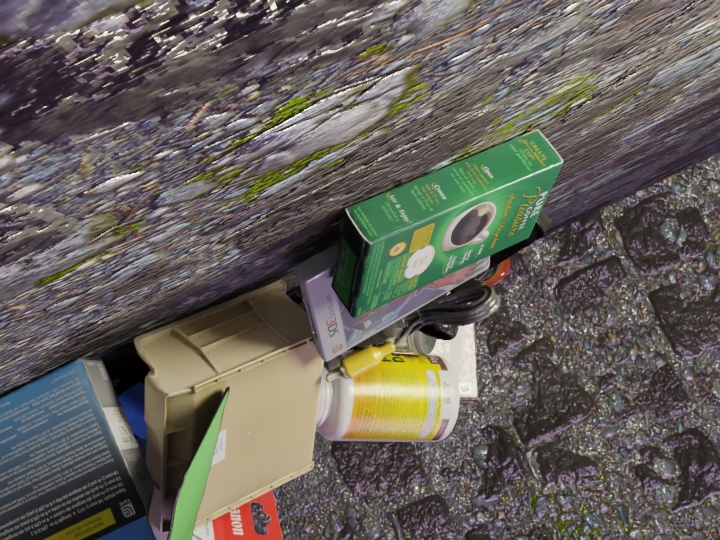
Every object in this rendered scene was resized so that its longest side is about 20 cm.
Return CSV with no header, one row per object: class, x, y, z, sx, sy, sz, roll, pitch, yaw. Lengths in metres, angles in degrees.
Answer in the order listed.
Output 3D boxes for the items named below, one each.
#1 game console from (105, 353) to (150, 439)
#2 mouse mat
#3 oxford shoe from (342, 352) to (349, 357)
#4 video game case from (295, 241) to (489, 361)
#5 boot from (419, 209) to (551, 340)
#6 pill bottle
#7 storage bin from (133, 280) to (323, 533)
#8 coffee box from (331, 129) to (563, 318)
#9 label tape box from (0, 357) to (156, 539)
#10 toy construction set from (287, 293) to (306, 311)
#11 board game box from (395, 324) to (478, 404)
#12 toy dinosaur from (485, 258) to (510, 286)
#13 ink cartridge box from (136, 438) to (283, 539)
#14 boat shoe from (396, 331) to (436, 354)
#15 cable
game console,-0.284,0.179,1.370,0.172,0.119,0.200,-23,174,-35
mouse mat,-0.161,0.224,1.122,0.161,0.007,0.201,-70,176,-64
oxford shoe,0.047,0.031,1.433,0.058,0.075,0.200,8,-131,46
video game case,0.038,-0.003,1.152,0.199,0.023,0.182,-30,154,-10
boot,0.117,-0.005,1.313,0.158,0.079,0.211,-53,-177,-14
pill bottle,0.013,0.154,1.484,0.199,0.110,0.109,4,163,-23
storage bin,-0.140,0.144,1.246,0.198,0.094,0.201,-21,135,-35
coffee box,0.073,-0.040,1.050,0.199,0.044,0.123,-24,154,-21
label tape box,-0.277,0.203,1.135,0.144,0.201,0.063,-25,172,3
toy construction set,-0.041,0.059,1.493,0.200,0.092,0.131,-33,151,7
board game box,0.047,0.101,1.624,0.199,0.160,0.097,0,169,-14
toy dinosaur,0.129,0.024,1.749,0.181,0.201,0.105,7,-153,24
ink cartridge box,-0.183,0.251,1.327,0.199,0.050,0.161,5,-156,-14
boat shoe,0.074,0.026,1.538,0.064,0.075,0.202,-3,-136,21
cable,0.054,0.060,1.259,0.199,0.050,0.097,-18,-159,15
